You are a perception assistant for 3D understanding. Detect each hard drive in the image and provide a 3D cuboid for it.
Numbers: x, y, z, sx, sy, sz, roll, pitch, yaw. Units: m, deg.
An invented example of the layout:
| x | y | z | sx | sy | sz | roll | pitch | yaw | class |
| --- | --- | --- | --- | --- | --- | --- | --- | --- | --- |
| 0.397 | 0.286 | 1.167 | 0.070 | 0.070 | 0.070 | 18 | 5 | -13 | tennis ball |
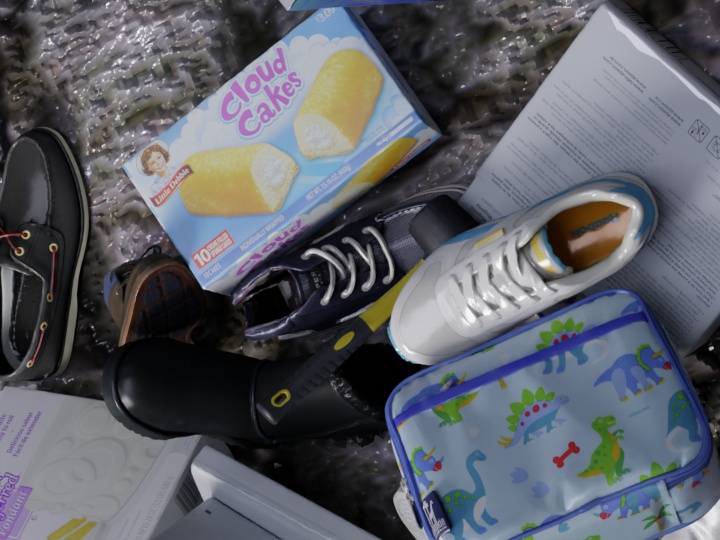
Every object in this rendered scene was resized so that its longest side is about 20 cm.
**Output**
| x | y | z | sx | sy | sz | roll | pitch | yaw | class |
| --- | --- | --- | --- | --- | --- | --- | --- | --- | --- |
| -0.027 | 0.209 | 1.729 | 0.199 | 0.132 | 0.027 | 26 | 64 | 26 | hard drive |

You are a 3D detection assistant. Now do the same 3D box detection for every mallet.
| x | y | z | sx | sy | sz | roll | pitch | yaw | class |
| --- | --- | --- | --- | --- | --- | --- | --- | --- | --- |
| 0.016 | 0.039 | 1.622 | 0.066 | 0.041 | 0.200 | 38 | 78 | 13 | mallet |

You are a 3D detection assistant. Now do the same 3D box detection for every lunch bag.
| x | y | z | sx | sy | sz | roll | pitch | yaw | class |
| --- | --- | --- | --- | --- | --- | --- | --- | --- | --- |
| 0.123 | 0.111 | 1.547 | 0.199 | 0.083 | 0.161 | -22 | 54 | 5 | lunch bag |

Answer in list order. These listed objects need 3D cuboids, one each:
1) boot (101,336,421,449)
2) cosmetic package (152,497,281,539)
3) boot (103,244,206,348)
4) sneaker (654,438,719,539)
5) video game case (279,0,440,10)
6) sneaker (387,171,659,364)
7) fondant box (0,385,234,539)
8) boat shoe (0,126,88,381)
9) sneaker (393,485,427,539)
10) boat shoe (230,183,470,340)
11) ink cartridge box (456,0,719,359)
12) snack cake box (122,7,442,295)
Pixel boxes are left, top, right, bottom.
| x | y | z | sx | sy | sz | roll | pitch | yaw | class |
| --- | --- | --- | --- | --- | --- | --- | --- | --- | --- |
| -0.062 | 0.085 | 1.691 | 0.162 | 0.198 | 0.074 | -10 | 70 | 40 | boot |
| -0.134 | 0.306 | 1.686 | 0.123 | 0.199 | 0.201 | 30 | 124 | 19 | cosmetic package |
| -0.165 | 0.019 | 1.764 | 0.097 | 0.074 | 0.200 | 55 | 163 | 23 | boot |
| 0.235 | 0.196 | 1.600 | 0.199 | 0.081 | 0.115 | -42 | 88 | 20 | sneaker |
| -0.036 | -0.260 | 1.632 | 0.181 | 0.200 | 0.045 | 51 | 120 | 16 | video game case |
| 0.102 | -0.003 | 1.566 | 0.200 | 0.081 | 0.077 | -32 | 89 | 10 | sneaker |
| -0.215 | 0.173 | 1.820 | 0.199 | 0.058 | 0.145 | 6 | 54 | 31 | fondant box |
| -0.261 | -0.011 | 1.873 | 0.073 | 0.063 | 0.202 | 8 | 98 | 32 | boat shoe |
| 0.116 | 0.190 | 1.664 | 0.074 | 0.118 | 0.201 | 7 | 136 | 52 | sneaker |
| 0.000 | 0.000 | 1.699 | 0.200 | 0.093 | 0.075 | -30 | 79 | 28 | boat shoe |
| 0.184 | -0.046 | 1.616 | 0.196 | 0.043 | 0.200 | 44 | 116 | 17 | ink cartridge box |
| -0.056 | -0.087 | 1.707 | 0.200 | 0.067 | 0.115 | -38 | 77 | 9 | snack cake box |
